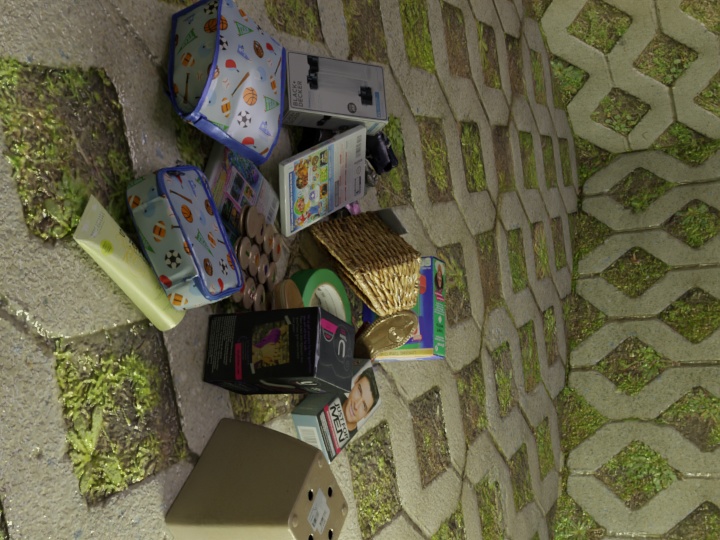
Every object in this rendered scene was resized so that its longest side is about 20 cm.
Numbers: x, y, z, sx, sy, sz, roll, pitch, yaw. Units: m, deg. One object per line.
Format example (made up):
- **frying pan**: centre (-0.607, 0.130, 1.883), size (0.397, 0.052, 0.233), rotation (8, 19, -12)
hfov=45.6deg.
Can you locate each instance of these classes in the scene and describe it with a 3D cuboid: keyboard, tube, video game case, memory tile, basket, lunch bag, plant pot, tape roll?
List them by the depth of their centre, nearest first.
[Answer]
- **tube**: centre (-0.301, -0.002, 1.117), size (0.052, 0.058, 0.201), rotation (-41, 128, -11)
- **lunch bag**: centre (-0.236, -0.051, 1.180), size (0.160, 0.074, 0.203), rotation (-22, 93, -72)
- **plant pot**: centre (-0.132, 0.357, 1.257), size (0.202, 0.174, 0.201), rotation (69, 30, -31)
- **lunch bag**: centre (-0.201, -0.275, 1.277), size (0.169, 0.122, 0.204), rotation (28, 51, -50)
- **memory tile**: centre (-0.163, -0.009, 1.364), size (0.200, 0.016, 0.156), rotation (53, 44, -72)
- **video game case**: centre (-0.200, -0.089, 1.370), size (0.183, 0.023, 0.203), rotation (53, 41, -48)
- **video game case**: centre (-0.065, -0.161, 1.523), size (0.199, 0.018, 0.145), rotation (-31, 138, -36)
- **tape roll**: centre (-0.079, 0.098, 1.560), size (0.200, 0.047, 0.205), rotation (19, 68, -61)
- **basket**: centre (0.000, 0.000, 1.588), size (0.147, 0.200, 0.145), rotation (-14, 126, -28)
- **keyboard**: centre (0.044, -0.091, 1.650), size (0.057, 0.011, 0.200), rotation (61, -14, -8)

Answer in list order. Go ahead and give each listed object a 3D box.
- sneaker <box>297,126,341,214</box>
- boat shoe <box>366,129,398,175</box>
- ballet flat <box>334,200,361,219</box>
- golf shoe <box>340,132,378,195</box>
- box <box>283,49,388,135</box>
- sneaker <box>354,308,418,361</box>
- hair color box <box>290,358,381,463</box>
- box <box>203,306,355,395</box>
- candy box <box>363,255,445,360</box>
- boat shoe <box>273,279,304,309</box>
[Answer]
- **sneaker**: centre (-0.079, -0.202, 1.592), size (0.089, 0.066, 0.204), rotation (-16, 107, -39)
- **boat shoe**: centre (0.030, -0.240, 1.743), size (0.094, 0.074, 0.200), rotation (61, 5, -6)
- **ballet flat**: centre (-0.012, -0.065, 1.715), size (0.071, 0.068, 0.202), rotation (-47, 123, -41)
- **golf shoe**: centre (-0.043, -0.240, 1.687), size (0.202, 0.078, 0.097), rotation (60, -2, -18)
- **box**: centre (-0.052, -0.318, 1.543), size (0.197, 0.060, 0.119), rotation (4, 74, -25)
- **sneaker**: centre (0.044, 0.122, 1.670), size (0.072, 0.199, 0.113), rotation (50, 26, -3)
- **hair color box**: centre (-0.040, 0.253, 1.570), size (0.200, 0.060, 0.101), rotation (-41, 122, -51)
- **box**: centre (-0.121, 0.125, 1.293), size (0.122, 0.197, 0.108), rotation (34, 56, -58)
- **candy box**: centre (0.090, 0.082, 1.773), size (0.077, 0.166, 0.204), rotation (15, 72, -58)
- **boat shoe**: centre (-0.127, 0.112, 1.422), size (0.074, 0.068, 0.204), rotation (-53, 139, -62)
